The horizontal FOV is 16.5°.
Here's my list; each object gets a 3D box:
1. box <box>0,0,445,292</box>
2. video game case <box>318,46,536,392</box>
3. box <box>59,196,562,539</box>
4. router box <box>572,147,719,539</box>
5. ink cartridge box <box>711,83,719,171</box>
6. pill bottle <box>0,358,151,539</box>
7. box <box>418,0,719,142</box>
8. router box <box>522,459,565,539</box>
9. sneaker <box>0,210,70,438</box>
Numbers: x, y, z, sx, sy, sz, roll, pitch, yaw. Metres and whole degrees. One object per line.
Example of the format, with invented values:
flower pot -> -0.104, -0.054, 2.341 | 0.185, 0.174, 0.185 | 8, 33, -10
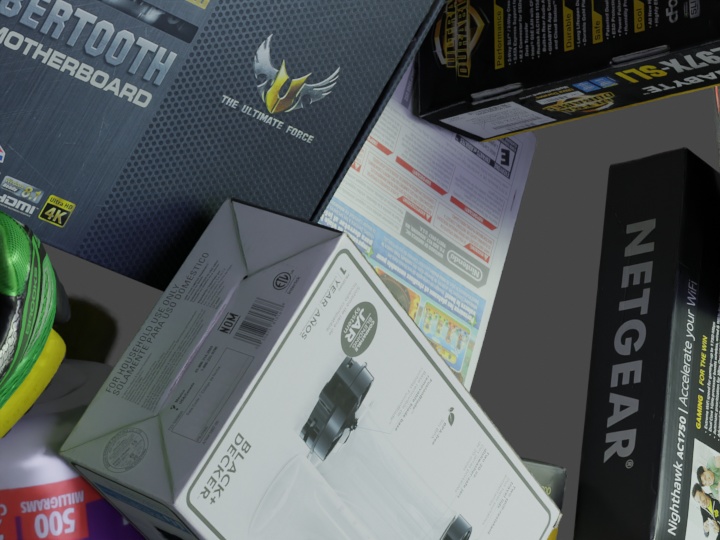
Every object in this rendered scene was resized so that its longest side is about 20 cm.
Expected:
box -> -0.083, -0.085, 0.870 | 0.199, 0.051, 0.158 | 24, 102, -35
video game case -> 0.000, 0.000, 1.016 | 0.143, 0.018, 0.201 | 34, 63, -38
box -> -0.012, 0.080, 0.915 | 0.117, 0.060, 0.200 | -58, 138, -17
router box -> 0.170, 0.063, 1.187 | 0.149, 0.051, 0.201 | 32, 56, -41
ink cartridge box -> 0.177, -0.077, 1.089 | 0.200, 0.050, 0.164 | 63, 22, -74
pill bottle -> -0.123, 0.140, 0.927 | 0.112, 0.112, 0.202 | -15, 107, -40
box -> 0.096, -0.167, 1.014 | 0.049, 0.159, 0.202 | 13, 71, -44
router box -> -0.005, 0.143, 1.064 | 0.199, 0.051, 0.150 | 13, 84, -43
sneaker -> -0.172, 0.059, 0.811 | 0.201, 0.078, 0.085 | -58, 168, -18
